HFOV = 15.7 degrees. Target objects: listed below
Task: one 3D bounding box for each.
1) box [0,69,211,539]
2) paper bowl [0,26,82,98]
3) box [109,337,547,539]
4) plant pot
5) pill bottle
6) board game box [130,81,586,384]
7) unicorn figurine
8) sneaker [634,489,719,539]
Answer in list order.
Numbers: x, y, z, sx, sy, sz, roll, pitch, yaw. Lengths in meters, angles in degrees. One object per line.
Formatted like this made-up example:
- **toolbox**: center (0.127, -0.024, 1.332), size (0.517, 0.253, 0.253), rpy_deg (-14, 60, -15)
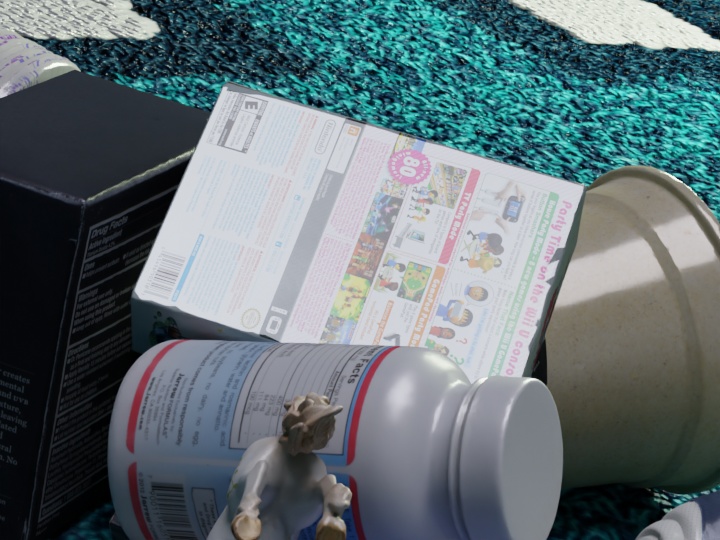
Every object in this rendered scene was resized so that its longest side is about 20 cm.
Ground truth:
- **box**: center (-0.168, 0.014, 1.410), size (0.123, 0.199, 0.200), rpy_deg (20, 21, 17)
- **paper bowl**: center (-0.249, -0.050, 1.512), size (0.104, 0.201, 0.201), rpy_deg (26, 23, 13)
- **box**: center (-0.014, 0.094, 1.359), size (0.158, 0.048, 0.200), rpy_deg (19, 58, 19)
- **plant pot**: center (0.102, 0.053, 1.523), size (0.183, 0.201, 0.200), rpy_deg (-12, 30, -28)
- **pill bottle**: center (-0.011, 0.089, 1.239), size (0.199, 0.109, 0.109), rpy_deg (2, 15, 24)
- **board game box**: center (0.000, 0.000, 1.341), size (0.199, 0.064, 0.148), rpy_deg (17, 58, 8)
- **unicorn figurine**: center (-0.062, 0.140, 1.158), size (0.074, 0.200, 0.137), rpy_deg (40, 3, -15)
- **sneaker**: center (0.217, 0.201, 1.364), size (0.146, 0.081, 0.200), rpy_deg (-18, 51, -8)
